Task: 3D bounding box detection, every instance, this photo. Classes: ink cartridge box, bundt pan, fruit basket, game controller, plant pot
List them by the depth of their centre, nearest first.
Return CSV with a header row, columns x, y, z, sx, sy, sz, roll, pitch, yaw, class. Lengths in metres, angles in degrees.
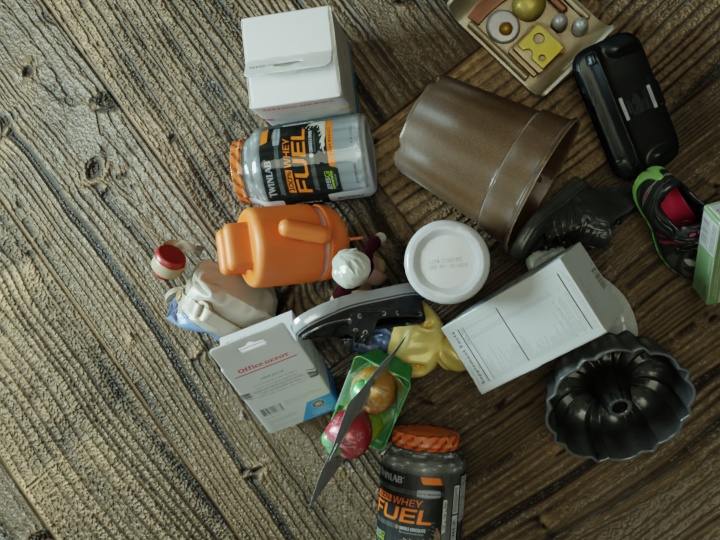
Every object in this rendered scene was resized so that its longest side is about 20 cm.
x,y,z,sx,sy,sz,roll,pitch,yaw,class
0.549,-0.043,1.053,0.200,0.048,0.146,-14,129,-3,ink cartridge box
-0.008,0.196,1.075,0.094,0.200,0.185,29,121,17,fruit basket
0.345,0.165,1.087,0.202,0.076,0.202,-1,121,-2,bundt pan
0.167,-0.163,1.098,0.198,0.200,0.200,31,93,14,plant pot
-0.082,-0.282,1.120,0.128,0.200,0.125,-7,88,7,ink cartridge box
-0.121,0.134,1.126,0.116,0.067,0.200,-21,131,6,ink cartridge box
0.379,-0.232,1.127,0.104,0.042,0.200,-26,99,-8,game controller

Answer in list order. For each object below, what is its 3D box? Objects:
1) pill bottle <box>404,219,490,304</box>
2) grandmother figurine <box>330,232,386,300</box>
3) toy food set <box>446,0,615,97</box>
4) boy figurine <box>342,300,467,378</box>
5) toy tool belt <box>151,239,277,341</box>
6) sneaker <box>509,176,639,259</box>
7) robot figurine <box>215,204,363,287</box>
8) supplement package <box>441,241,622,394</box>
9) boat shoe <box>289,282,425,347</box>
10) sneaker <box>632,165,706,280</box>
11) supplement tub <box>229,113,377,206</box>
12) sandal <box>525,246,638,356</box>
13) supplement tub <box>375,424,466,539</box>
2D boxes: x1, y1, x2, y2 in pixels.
x,y,z,sx,sy,sz,roll,pitch,yaw,class
0.121,-0.009,1.088,0.109,0.200,0.109,0,88,7,pill bottle
0.000,0.000,1.104,0.061,0.200,0.121,25,93,7,grandmother figurine
0.246,-0.368,1.149,0.144,0.060,0.200,-45,84,4,toy food set
0.078,0.099,1.161,0.200,0.064,0.125,10,94,7,boy figurine
-0.230,0.054,1.171,0.200,0.125,0.123,26,122,-14,toy tool belt
0.306,-0.063,1.112,0.104,0.060,0.200,39,66,18,sneaker
-0.101,-0.036,1.130,0.200,0.144,0.117,-6,45,-25,robot figurine
0.232,0.065,1.081,0.200,0.110,0.114,-33,86,31,supplement package
0.003,0.071,1.081,0.200,0.070,0.066,-12,69,-32,boat shoe
0.444,-0.052,1.087,0.077,0.084,0.200,-42,110,4,sneaker
-0.081,-0.156,1.157,0.200,0.123,0.123,-8,88,8,supplement tub
0.319,0.037,1.140,0.082,0.050,0.203,-38,82,-11,sandal
0.086,0.327,1.126,0.122,0.123,0.200,4,89,8,supplement tub
